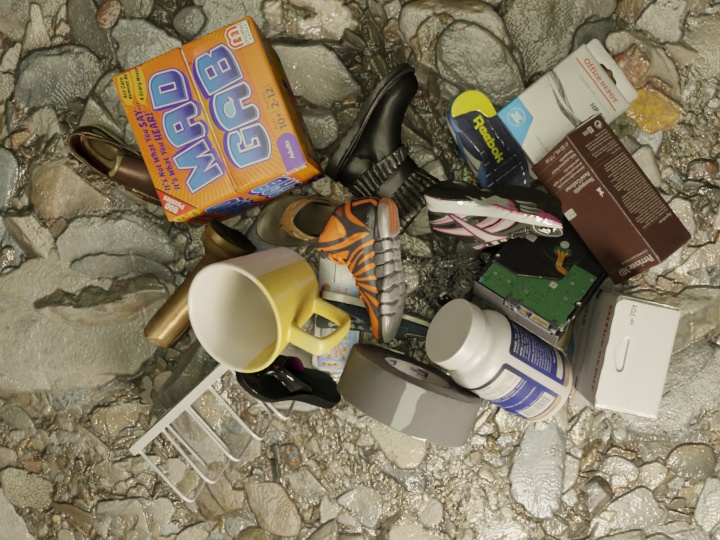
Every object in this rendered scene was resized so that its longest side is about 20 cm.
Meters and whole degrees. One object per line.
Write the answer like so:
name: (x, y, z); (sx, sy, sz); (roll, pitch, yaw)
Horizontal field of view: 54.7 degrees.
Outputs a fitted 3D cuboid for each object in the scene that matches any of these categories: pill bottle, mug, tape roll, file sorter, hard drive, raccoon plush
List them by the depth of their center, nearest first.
mug: (-0.121, 0.054, 0.958); (0.187, 0.153, 0.149); (51, 122, 3)
hard drive: (0.268, -0.006, 0.977); (0.139, 0.038, 0.200); (32, 62, 24)
pill bottle: (0.193, 0.125, 0.978); (0.199, 0.116, 0.116); (31, 94, -26)
tape roll: (0.068, 0.172, 0.982); (0.198, 0.200, 0.067); (22, 93, 2)
file sorter: (-0.211, 0.222, 1.036); (0.200, 0.139, 0.125); (-42, 93, 4)
raccoon plush: (0.123, -0.014, 1.048); (0.134, 0.097, 0.200); (42, 64, 15)

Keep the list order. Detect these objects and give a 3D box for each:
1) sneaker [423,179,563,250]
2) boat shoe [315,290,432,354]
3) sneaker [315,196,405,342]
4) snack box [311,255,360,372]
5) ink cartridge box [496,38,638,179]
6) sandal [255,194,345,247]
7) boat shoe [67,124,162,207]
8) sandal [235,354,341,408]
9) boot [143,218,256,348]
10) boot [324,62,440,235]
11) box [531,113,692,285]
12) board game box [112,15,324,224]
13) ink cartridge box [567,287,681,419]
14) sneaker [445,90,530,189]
sneaker: (0.186, -0.069, 0.975); (0.198, 0.080, 0.087); (14, 127, 25)
boat shoe: (0.031, 0.082, 1.031); (0.198, 0.075, 0.063); (16, 88, -16)
sneaker: (0.000, 0.000, 0.979); (0.111, 0.077, 0.203); (-2, 92, 21)
snack box: (-0.032, 0.054, 1.071); (0.071, 0.024, 0.203); (5, 93, 2)
ink cartridge box: (0.304, -0.242, 1.015); (0.199, 0.067, 0.116); (-38, 90, 5)
sandal: (-0.073, -0.072, 1.035); (0.198, 0.054, 0.081); (6, 92, 25)
boat shoe: (-0.353, -0.151, 1.054); (0.201, 0.075, 0.075); (28, 105, 4)
sandal: (-0.096, 0.151, 1.001); (0.048, 0.199, 0.076); (-42, 53, 24)
boot: (-0.241, 0.027, 1.012); (0.066, 0.175, 0.200); (41, 91, 8)
boot: (0.062, -0.176, 1.026); (0.157, 0.079, 0.212); (36, 105, 8)
box: (0.326, -0.091, 0.920); (0.075, 0.100, 0.201); (-34, 83, -22)
board game box: (-0.186, -0.196, 0.982); (0.198, 0.200, 0.202); (-22, 91, 4)
ink cartridge box: (0.351, 0.105, 0.960); (0.085, 0.200, 0.148); (12, 94, 3)
sneaker: (0.186, -0.175, 1.028); (0.073, 0.082, 0.201); (-30, 110, -4)
